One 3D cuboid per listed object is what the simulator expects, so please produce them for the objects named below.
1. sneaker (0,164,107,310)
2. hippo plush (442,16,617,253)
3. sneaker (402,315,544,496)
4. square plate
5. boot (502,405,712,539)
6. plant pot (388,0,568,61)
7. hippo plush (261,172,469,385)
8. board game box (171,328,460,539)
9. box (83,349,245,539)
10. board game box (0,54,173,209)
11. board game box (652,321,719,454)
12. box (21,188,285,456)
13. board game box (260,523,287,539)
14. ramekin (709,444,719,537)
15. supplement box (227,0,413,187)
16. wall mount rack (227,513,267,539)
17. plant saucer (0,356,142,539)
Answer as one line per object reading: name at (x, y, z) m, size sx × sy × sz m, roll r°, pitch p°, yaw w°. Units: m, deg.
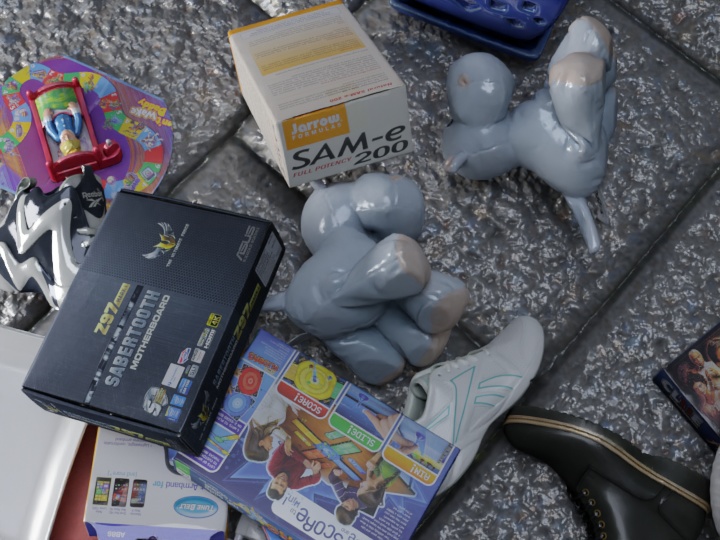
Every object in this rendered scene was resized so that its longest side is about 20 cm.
sneaker at (-0.242, -0.025, 1.098) m, size 0.197 × 0.079 × 0.131 m, roll 19°, pitch 97°, yaw 15°
hippo plush at (0.163, -0.144, 1.165) m, size 0.158 × 0.203 × 0.160 m, roll 3°, pitch 26°, yaw 18°
sneaker at (0.094, 0.105, 1.072) m, size 0.080 × 0.070 × 0.201 m, roll 44°, pitch 64°, yaw -5°
square plate at (-0.337, 0.143, 1.036) m, size 0.195 × 0.029 × 0.202 m, roll 15°, pitch 69°, yaw 3°
boot at (0.202, 0.215, 1.050) m, size 0.198 × 0.078 × 0.140 m, roll 22°, pitch 74°, yaw 7°
plant pot at (0.137, -0.339, 1.205) m, size 0.198 × 0.180 × 0.202 m, roll 22°, pitch 70°, yaw 6°
hippo plush at (0.000, 0.000, 1.106) m, size 0.197 × 0.160 × 0.162 m, roll -15°, pitch 45°, yaw 14°
board game box at (-0.036, 0.155, 0.984) m, size 0.198 × 0.035 × 0.136 m, roll 31°, pitch 66°, yaw 9°
box at (-0.165, 0.151, 1.022) m, size 0.117 × 0.042 × 0.203 m, roll 4°, pitch 61°, yaw -2°
board game box at (-0.284, -0.138, 1.180) m, size 0.198 × 0.039 × 0.159 m, roll 25°, pitch 69°, yaw 6°
board game box at (0.393, 0.092, 1.125) m, size 0.199 × 0.035 × 0.136 m, roll -36°, pitch 74°, yaw -15°
box at (-0.170, 0.038, 1.001) m, size 0.156 × 0.051 × 0.202 m, roll 12°, pitch 65°, yaw 22°
board game box at (-0.016, 0.232, 0.982) m, size 0.102 × 0.020 × 0.202 m, roll -22°, pitch 69°, yaw -15°
ramekin at (0.392, 0.192, 1.025) m, size 0.199 × 0.094 × 0.206 m, roll 1°, pitch 86°, yaw -19°
supplement box at (-0.042, -0.173, 1.142) m, size 0.124 × 0.074 × 0.201 m, roll -17°, pitch 38°, yaw -9°
wall mount rack at (-0.032, 0.210, 1.042) m, size 0.172 × 0.075 × 0.202 m, roll 19°, pitch 69°, yaw 9°
plant saucer at (-0.276, 0.177, 1.060) m, size 0.197 × 0.037 × 0.202 m, roll -22°, pitch 72°, yaw -11°
